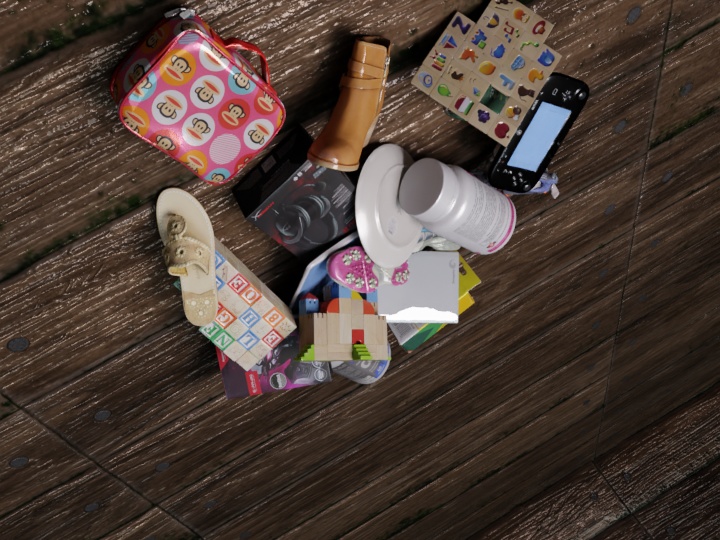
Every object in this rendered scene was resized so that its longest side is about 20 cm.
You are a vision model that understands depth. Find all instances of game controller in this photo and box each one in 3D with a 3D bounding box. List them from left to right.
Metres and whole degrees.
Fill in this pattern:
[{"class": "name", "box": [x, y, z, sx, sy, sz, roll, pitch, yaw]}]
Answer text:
[{"class": "game controller", "box": [0.276, -0.212, 1.036, 0.103, 0.042, 0.202, 0, 129, -36]}]

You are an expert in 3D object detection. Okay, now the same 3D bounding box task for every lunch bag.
[{"class": "lunch bag", "box": [-0.193, -0.220, 0.833, 0.176, 0.082, 0.199, -42, 140, 9]}]

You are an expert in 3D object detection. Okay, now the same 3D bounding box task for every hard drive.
[{"class": "hard drive", "box": [0.086, 0.030, 1.222, 0.196, 0.027, 0.135, 1, 89, -13]}]

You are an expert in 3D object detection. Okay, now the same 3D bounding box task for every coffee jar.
[{"class": "coffee jar", "box": [0.218, -0.276, 1.049, 0.197, 0.107, 0.085, 8, 162, -40]}]

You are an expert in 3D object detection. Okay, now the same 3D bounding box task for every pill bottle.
[{"class": "pill bottle", "box": [-0.034, 0.147, 1.301, 0.114, 0.114, 0.199, -43, 141, 12]}, {"class": "pill bottle", "box": [0.162, -0.107, 1.096, 0.198, 0.114, 0.114, 20, 118, -43]}]

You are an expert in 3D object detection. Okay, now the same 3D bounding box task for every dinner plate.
[{"class": "dinner plate", "box": [0.058, -0.105, 1.080, 0.198, 0.024, 0.205, -8, 101, -51]}]

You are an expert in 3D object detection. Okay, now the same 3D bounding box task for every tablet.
[{"class": "tablet", "box": [-0.062, 0.002, 1.129, 0.129, 0.014, 0.200, -36, 169, -28]}]

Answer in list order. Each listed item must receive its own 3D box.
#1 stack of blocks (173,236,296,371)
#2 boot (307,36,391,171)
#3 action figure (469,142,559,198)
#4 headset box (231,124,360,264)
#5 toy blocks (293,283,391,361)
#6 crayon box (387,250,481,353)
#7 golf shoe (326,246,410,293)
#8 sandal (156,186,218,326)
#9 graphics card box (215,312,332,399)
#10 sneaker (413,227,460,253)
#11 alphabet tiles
[{"class": "stack of blocks", "box": [-0.212, 0.055, 1.067, 0.115, 0.059, 0.200, -39, 119, 5]}, {"class": "boot", "box": [-0.007, -0.230, 0.898, 0.200, 0.076, 0.157, -49, 159, -56]}, {"class": "action figure", "box": [0.264, -0.180, 1.195, 0.196, 0.107, 0.193, 5, 163, 23]}, {"class": "headset box", "box": [-0.079, -0.105, 1.038, 0.148, 0.078, 0.200, -41, 140, 8]}, {"class": "toy blocks", "box": [-0.029, 0.084, 1.122, 0.197, 0.140, 0.099, 4, 169, -34]}, {"class": "crayon box", "box": [0.136, 0.052, 1.313, 0.199, 0.128, 0.051, -37, 142, 6]}, {"class": "golf shoe", "box": [0.000, 0.000, 1.106, 0.198, 0.090, 0.077, 2, 86, -51]}, {"class": "sandal", "box": [-0.246, -0.010, 0.954, 0.076, 0.070, 0.216, -10, 112, -7]}, {"class": "graphics card box", "box": [-0.154, 0.149, 1.173, 0.196, 0.051, 0.128, -9, 100, 0]}, {"class": "sneaker", "box": [0.107, -0.086, 1.210, 0.197, 0.077, 0.088, -6, 116, -34]}, {"class": "alphabet tiles", "box": [0.192, -0.305, 0.957, 0.202, 0.166, 0.008, -56, 178, -11]}]
